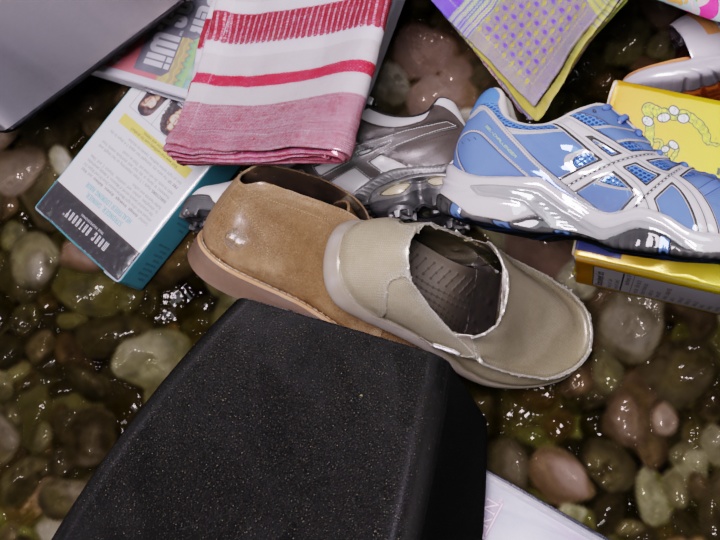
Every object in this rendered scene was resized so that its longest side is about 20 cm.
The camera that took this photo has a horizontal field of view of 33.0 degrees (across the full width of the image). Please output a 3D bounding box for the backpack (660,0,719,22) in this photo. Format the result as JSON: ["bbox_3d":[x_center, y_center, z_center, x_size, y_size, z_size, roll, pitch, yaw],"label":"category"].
[{"bbox_3d":[0.215,-0.232,0.700,0.177,0.151,0.200,-37,53,-25],"label":"backpack"}]

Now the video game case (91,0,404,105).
[{"bbox_3d":[-0.074,-0.171,0.792,0.199,0.017,0.144,18,83,18],"label":"video game case"}]

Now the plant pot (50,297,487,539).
[{"bbox_3d":[-0.027,0.132,0.706,0.198,0.200,0.179,14,72,22],"label":"plant pot"}]

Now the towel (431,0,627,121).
[{"bbox_3d":[0.080,-0.203,0.699,0.201,0.023,0.144,54,130,20],"label":"towel"}]

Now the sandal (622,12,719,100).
[{"bbox_3d":[0.255,-0.150,0.761,0.205,0.079,0.060,-15,79,-1],"label":"sandal"}]

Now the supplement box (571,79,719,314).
[{"bbox_3d":[0.235,-0.030,0.727,0.198,0.109,0.110,13,85,11],"label":"supplement box"}]

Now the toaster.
[{"bbox_3d":[-0.227,-0.208,0.782,0.199,0.118,0.182,-31,59,19],"label":"toaster"}]

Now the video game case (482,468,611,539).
[{"bbox_3d":[0.094,0.216,0.767,0.199,0.019,0.144,29,88,11],"label":"video game case"}]

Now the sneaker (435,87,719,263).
[{"bbox_3d":[0.142,-0.048,0.652,0.198,0.076,0.078,12,89,12],"label":"sneaker"}]

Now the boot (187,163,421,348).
[{"bbox_3d":[0.000,0.000,0.744,0.199,0.074,0.076,22,112,-20],"label":"boot"}]

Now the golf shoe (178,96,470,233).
[{"bbox_3d":[-0.020,-0.064,0.800,0.198,0.078,0.095,-5,72,1],"label":"golf shoe"}]

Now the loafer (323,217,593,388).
[{"bbox_3d":[0.071,0.023,0.721,0.199,0.068,0.076,19,76,-32],"label":"loafer"}]

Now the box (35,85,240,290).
[{"bbox_3d":[-0.123,-0.091,0.827,0.082,0.049,0.200,39,90,13],"label":"box"}]

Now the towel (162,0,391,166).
[{"bbox_3d":[-0.040,-0.158,0.724,0.143,0.023,0.202,2,72,39],"label":"towel"}]
